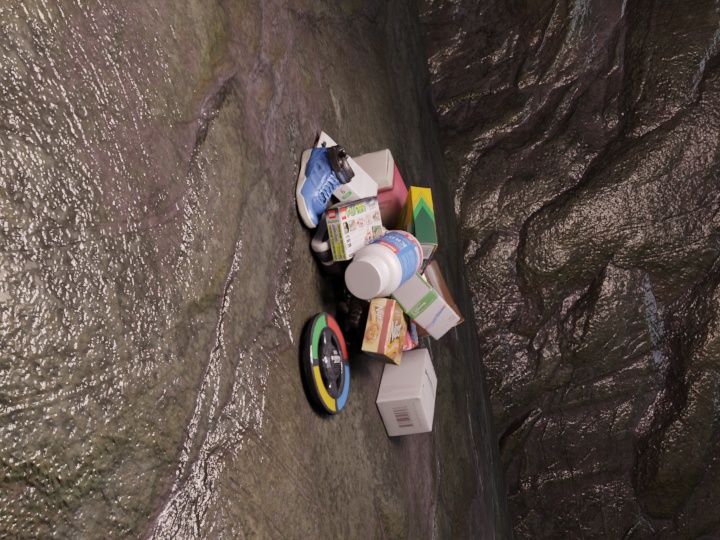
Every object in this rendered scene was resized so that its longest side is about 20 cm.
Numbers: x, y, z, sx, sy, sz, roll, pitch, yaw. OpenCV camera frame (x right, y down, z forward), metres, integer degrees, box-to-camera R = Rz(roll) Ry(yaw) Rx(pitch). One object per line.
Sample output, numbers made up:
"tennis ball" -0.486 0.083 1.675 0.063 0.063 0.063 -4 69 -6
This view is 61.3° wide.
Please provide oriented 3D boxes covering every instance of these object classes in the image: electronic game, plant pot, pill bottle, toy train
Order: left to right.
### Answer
"electronic game" -0.063 0.183 1.203 0.200 0.041 0.202 -11 90 -72
"toy train" -0.045 -0.026 1.400 0.046 0.034 0.202 27 54 -53
"pill bottle" 0.048 -0.009 1.279 0.200 0.111 0.113 -34 112 -59
"plant pot" 0.184 0.084 1.810 0.200 0.199 0.200 71 18 0

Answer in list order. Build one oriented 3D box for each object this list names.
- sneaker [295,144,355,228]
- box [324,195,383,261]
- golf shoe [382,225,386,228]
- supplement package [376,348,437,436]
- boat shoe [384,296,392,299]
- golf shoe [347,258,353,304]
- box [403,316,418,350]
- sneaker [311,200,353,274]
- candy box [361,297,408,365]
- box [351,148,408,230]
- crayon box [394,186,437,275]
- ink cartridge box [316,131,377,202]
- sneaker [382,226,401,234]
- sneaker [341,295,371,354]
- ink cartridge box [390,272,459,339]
"sneaker" -0.069 -0.185 1.286 0.077 0.110 0.201 57 28 -49
"box" -0.008 -0.095 1.321 0.200 0.034 0.111 -28 110 -62
"golf shoe" 0.063 -0.059 1.686 0.200 0.077 0.089 23 61 -66
"supplement package" 0.125 0.313 1.582 0.200 0.116 0.118 -70 144 -58
"boat shoe" 0.070 0.019 1.663 0.201 0.075 0.072 -78 149 -54
"golf shoe" 0.000 0.000 1.464 0.092 0.072 0.202 9 82 -78
"box" 0.087 0.156 1.565 0.200 0.095 0.101 17 63 -78
"sneaker" -0.049 -0.064 1.357 0.200 0.072 0.113 -63 141 -49
"candy box" 0.058 0.138 1.340 0.200 0.055 0.116 50 49 -70
"box" 0.048 -0.207 1.635 0.200 0.127 0.110 57 29 -48
"crayon box" 0.135 -0.083 1.549 0.200 0.058 0.174 108 -18 -56
"ink cartridge box" -0.045 -0.227 1.458 0.200 0.050 0.109 41 35 -25
"sneaker" 0.051 -0.101 1.538 0.074 0.115 0.202 0 78 -70
"sneaker" -0.002 0.145 1.377 0.200 0.076 0.115 78 31 -65
"ink cartridge box" 0.137 0.064 1.461 0.145 0.084 0.200 50 5 37
